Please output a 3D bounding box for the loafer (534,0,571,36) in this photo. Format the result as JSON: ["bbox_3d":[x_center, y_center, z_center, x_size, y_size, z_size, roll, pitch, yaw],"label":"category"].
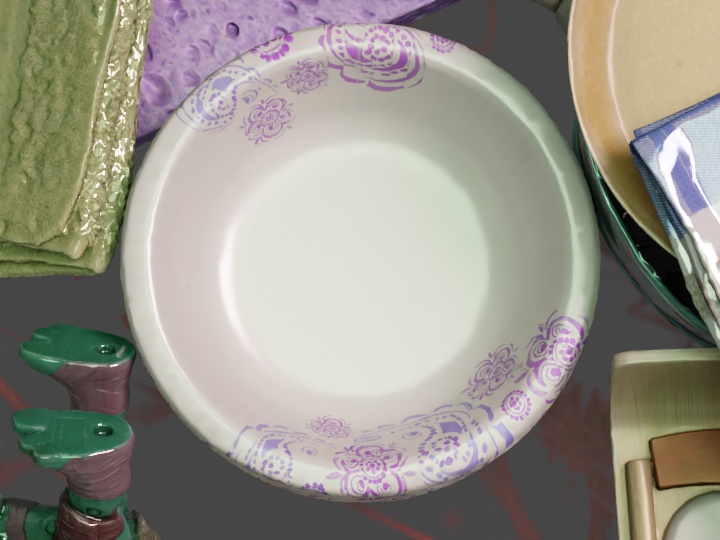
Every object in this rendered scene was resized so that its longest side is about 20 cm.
[{"bbox_3d":[0.147,-0.193,1.065,0.200,0.072,0.063,-45,78,-2],"label":"loafer"}]

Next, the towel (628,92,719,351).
[{"bbox_3d":[0.204,0.009,0.888,0.147,0.024,0.200,-24,85,1],"label":"towel"}]

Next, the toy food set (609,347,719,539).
[{"bbox_3d":[0.176,0.128,0.915,0.143,0.060,0.200,-3,75,0],"label":"toy food set"}]

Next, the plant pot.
[{"bbox_3d":[0.180,-0.085,0.919,0.200,0.027,0.200,0,86,3],"label":"plant pot"}]

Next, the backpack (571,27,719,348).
[{"bbox_3d":[0.190,-0.058,1.002,0.200,0.153,0.176,-33,90,-7],"label":"backpack"}]

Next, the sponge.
[{"bbox_3d":[-0.045,-0.144,1.077,0.200,0.030,0.112,-24,83,-3],"label":"sponge"}]

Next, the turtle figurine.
[{"bbox_3d":[-0.123,0.133,1.004,0.101,0.150,0.200,-6,121,-22],"label":"turtle figurine"}]

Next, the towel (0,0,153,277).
[{"bbox_3d":[-0.152,-0.097,1.036,0.148,0.036,0.200,5,87,34],"label":"towel"}]

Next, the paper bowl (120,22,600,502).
[{"bbox_3d":[0.000,0.000,1.022,0.200,0.104,0.201,0,84,1],"label":"paper bowl"}]
